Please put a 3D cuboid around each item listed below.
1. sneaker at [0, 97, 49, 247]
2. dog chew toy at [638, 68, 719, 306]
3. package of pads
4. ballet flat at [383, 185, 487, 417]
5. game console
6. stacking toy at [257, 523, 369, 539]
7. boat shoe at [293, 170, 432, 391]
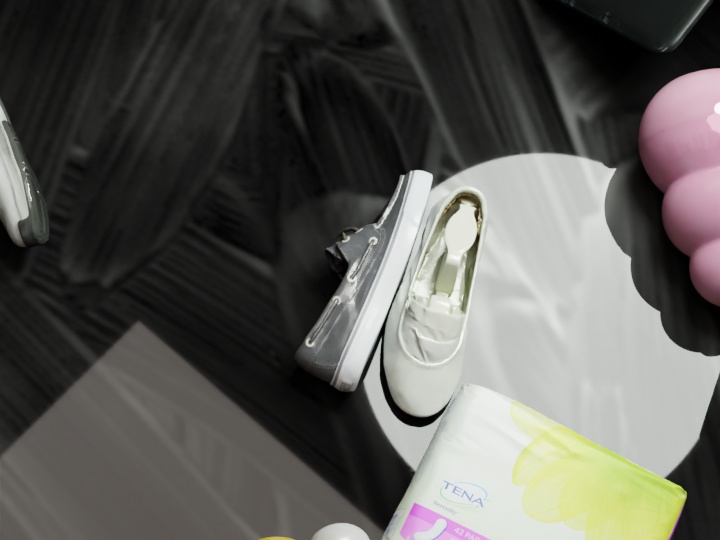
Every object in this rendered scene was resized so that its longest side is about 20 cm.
[{"bbox_3d":[-0.330,-0.085,1.537,0.115,0.076,0.201,-24,63,-7],"label":"sneaker"},{"bbox_3d":[0.300,-0.062,1.570,0.124,0.125,0.200,-5,75,-9],"label":"dog chew toy"},{"bbox_3d":[0.134,0.192,1.461,0.200,0.068,0.155,26,66,5],"label":"package of pads"},{"bbox_3d":[0.063,0.018,1.532,0.069,0.069,0.200,15,66,0],"label":"ballet flat"},{"bbox_3d":[0.277,-0.272,1.661,0.176,0.117,0.200,-4,29,-36],"label":"game console"},{"bbox_3d":[-0.070,0.242,1.400,0.200,0.146,0.146,-32,73,-36],"label":"stacking toy"},{"bbox_3d":[0.000,0.000,1.536,0.066,0.070,0.200,21,73,1],"label":"boat shoe"}]
